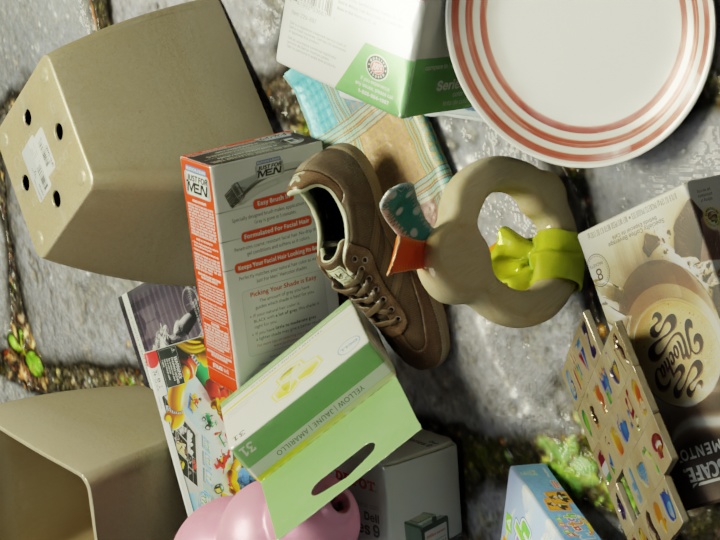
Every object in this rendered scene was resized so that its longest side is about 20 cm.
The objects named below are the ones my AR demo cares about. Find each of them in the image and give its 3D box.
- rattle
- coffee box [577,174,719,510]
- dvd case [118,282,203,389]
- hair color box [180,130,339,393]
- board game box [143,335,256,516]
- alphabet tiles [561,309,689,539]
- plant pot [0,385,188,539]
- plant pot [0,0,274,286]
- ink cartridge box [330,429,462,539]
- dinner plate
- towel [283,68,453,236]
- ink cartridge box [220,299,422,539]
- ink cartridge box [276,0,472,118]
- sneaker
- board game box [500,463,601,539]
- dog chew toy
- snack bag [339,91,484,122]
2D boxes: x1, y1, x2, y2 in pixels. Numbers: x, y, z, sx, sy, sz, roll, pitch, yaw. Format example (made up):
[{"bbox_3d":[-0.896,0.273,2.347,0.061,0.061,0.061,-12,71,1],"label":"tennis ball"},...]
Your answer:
[{"bbox_3d":[0.056,-0.012,1.341,0.142,0.199,0.132,5,104,51],"label":"rattle"},{"bbox_3d":[0.236,0.047,1.225,0.113,0.079,0.202,-28,78,52],"label":"coffee box"},{"bbox_3d":[-0.165,0.070,1.804,0.199,0.016,0.150,-26,81,52],"label":"dvd case"},{"bbox_3d":[-0.083,-0.008,1.579,0.064,0.110,0.202,21,121,55],"label":"hair color box"},{"bbox_3d":[-0.110,0.154,1.674,0.035,0.125,0.202,94,159,-86],"label":"board game box"},{"bbox_3d":[0.183,0.113,1.282,0.200,0.007,0.169,93,158,-68],"label":"alphabet tiles"},{"bbox_3d":[-0.234,0.220,1.777,0.199,0.176,0.202,21,125,45],"label":"plant pot"},{"bbox_3d":[-0.210,-0.108,1.662,0.200,0.176,0.201,-45,61,46],"label":"plant pot"},{"bbox_3d":[0.014,0.235,1.565,0.145,0.083,0.202,10,108,51],"label":"ink cartridge box"},{"bbox_3d":[0.152,-0.172,1.276,0.198,0.024,0.202,8,107,27],"label":"dinner plate"},{"bbox_3d":[0.009,-0.108,1.522,0.146,0.022,0.202,-35,73,52],"label":"towel"},{"bbox_3d":[-0.036,0.114,1.464,0.048,0.145,0.200,50,-175,-19],"label":"ink cartridge box"},{"bbox_3d":[0.026,-0.233,1.365,0.145,0.087,0.202,28,119,39],"label":"ink cartridge box"},{"bbox_3d":[0.000,0.000,1.493,0.070,0.075,0.201,-21,98,50],"label":"sneaker"},{"bbox_3d":[0.152,0.260,1.378,0.200,0.036,0.153,-124,35,-62],"label":"board game box"},{"bbox_3d":[-0.073,0.227,1.512,0.200,0.124,0.125,-40,69,43],"label":"dog chew toy"},{"bbox_3d":[0.051,-0.211,1.421,0.199,0.021,0.191,12,107,45],"label":"snack bag"}]
